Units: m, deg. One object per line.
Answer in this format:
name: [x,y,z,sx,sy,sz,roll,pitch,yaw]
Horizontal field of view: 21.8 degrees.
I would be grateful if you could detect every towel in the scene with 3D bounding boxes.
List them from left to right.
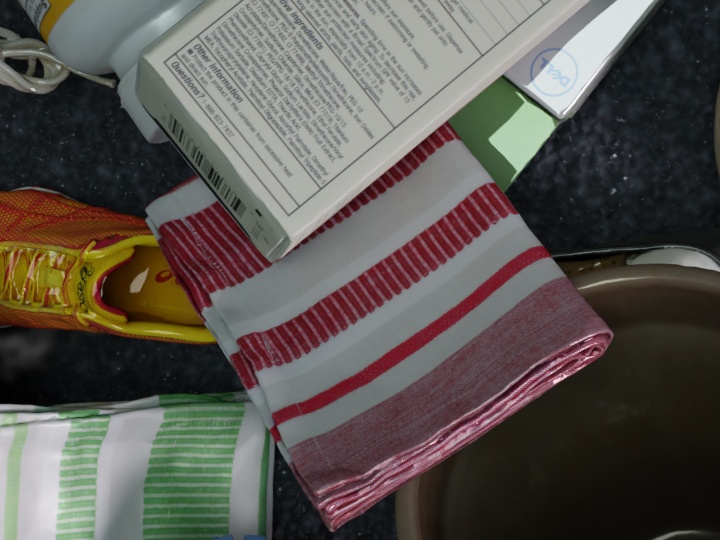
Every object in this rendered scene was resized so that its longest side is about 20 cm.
towel: [-0.118,0.133,0.870,0.023,0.199,0.154,4,94,45]
towel: [0.000,0.000,0.825,0.144,0.023,0.200,-33,54,-2]

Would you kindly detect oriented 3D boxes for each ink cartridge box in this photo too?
ink cartridge box: [0.043,-0.117,0.898,0.145,0.048,0.200,39,95,5]

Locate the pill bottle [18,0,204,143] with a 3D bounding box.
pill bottle: [-0.120,-0.165,0.884,0.112,0.113,0.201,-33,86,8]

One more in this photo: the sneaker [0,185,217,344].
sneaker: [-0.140,-0.003,0.912,0.199,0.077,0.074,2,93,12]

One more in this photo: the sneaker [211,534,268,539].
sneaker: [-0.018,0.185,0.830,0.199,0.085,0.077,18,130,9]

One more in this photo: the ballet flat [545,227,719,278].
ballet flat: [0.112,0.021,0.879,0.199,0.068,0.069,-5,99,6]

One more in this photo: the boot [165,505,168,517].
boot: [-0.154,0.103,0.899,0.130,0.068,0.201,-2,112,-23]

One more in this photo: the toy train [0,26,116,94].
toy train: [-0.232,-0.078,0.928,0.199,0.085,0.116,22,111,0]

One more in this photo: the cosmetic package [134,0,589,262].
cosmetic package: [0.010,-0.107,0.806,0.200,0.087,0.104,-39,90,-10]

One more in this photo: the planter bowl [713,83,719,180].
planter bowl: [0.255,-0.083,0.797,0.199,0.135,0.202,-2,72,7]

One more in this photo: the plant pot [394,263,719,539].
plant pot: [0.135,0.124,0.816,0.199,0.175,0.201,-10,56,16]
